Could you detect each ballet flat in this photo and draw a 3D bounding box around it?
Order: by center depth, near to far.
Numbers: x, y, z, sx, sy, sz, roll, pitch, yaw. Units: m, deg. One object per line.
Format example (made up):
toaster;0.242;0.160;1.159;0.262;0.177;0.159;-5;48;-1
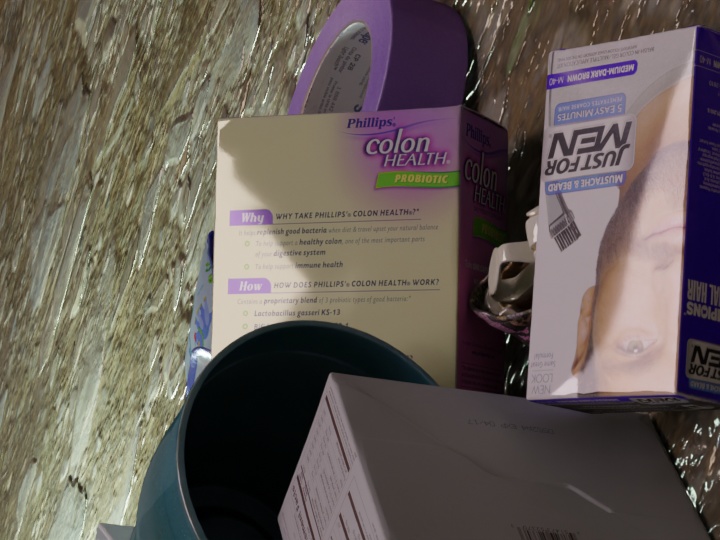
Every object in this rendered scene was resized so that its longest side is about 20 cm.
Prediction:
ballet flat;0.121;-0.010;1.354;0.200;0.071;0.069;132;142;-57

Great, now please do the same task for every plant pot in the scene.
plant pot;-0.053;0.161;1.384;0.188;0.199;0.201;134;140;-52

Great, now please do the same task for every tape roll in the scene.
tape roll;0.006;-0.112;1.677;0.200;0.065;0.201;-163;90;-70

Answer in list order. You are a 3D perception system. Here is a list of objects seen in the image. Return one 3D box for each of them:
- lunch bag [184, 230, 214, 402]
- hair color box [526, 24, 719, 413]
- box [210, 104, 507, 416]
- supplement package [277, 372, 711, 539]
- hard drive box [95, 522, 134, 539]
lunch bag;-0.076;0.095;1.760;0.170;0.127;0.201;103;161;-50
hair color box;0.155;-0.025;1.232;0.109;0.065;0.201;-6;77;46
box;0.000;0.000;1.490;0.097;0.175;0.201;14;-105;-67
supplement package;0.075;0.156;1.227;0.156;0.199;0.111;-110;34;-52
hard drive box;-0.122;0.272;1.790;0.200;0.155;0.077;-152;72;-68
